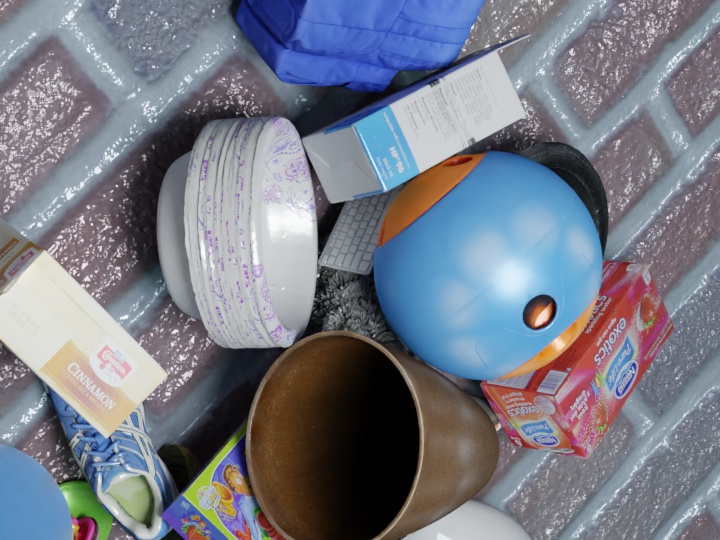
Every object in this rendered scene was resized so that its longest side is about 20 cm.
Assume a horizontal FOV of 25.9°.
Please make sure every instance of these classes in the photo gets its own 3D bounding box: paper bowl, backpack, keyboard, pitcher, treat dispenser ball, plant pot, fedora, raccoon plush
[{"bbox_3d":[-0.109,-0.032,1.364,0.104,0.201,0.201,-3,112,12],"label":"paper bowl"},{"bbox_3d":[0.001,-0.247,1.370,0.200,0.163,0.168,-2,134,-33],"label":"backpack"},{"bbox_3d":[0.023,-0.087,1.460,0.011,0.056,0.200,46,61,-48],"label":"keyboard"},{"bbox_3d":[0.078,0.302,1.628,0.172,0.121,0.200,-40,122,18],"label":"pitcher"},{"bbox_3d":[0.111,-0.004,1.375,0.200,0.201,0.201,-10,111,-29],"label":"treat dispenser ball"},{"bbox_3d":[0.033,0.154,1.391,0.200,0.187,0.187,10,100,-53],"label":"plant pot"},{"bbox_3d":[0.157,-0.040,1.562,0.200,0.092,0.201,-16,116,-36],"label":"fedora"},{"bbox_3d":[0.000,0.000,1.456,0.097,0.134,0.201,2,101,-28],"label":"raccoon plush"}]

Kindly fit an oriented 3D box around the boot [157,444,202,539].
[{"bbox_3d":[-0.111,0.258,1.512,0.200,0.066,0.176,10,69,-49],"label":"boot"}]

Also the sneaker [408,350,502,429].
[{"bbox_3d":[0.066,0.123,1.578,0.200,0.077,0.082,6,94,-35],"label":"sneaker"}]

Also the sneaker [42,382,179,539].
[{"bbox_3d":[-0.216,0.151,1.383,0.076,0.077,0.200,-31,99,-1],"label":"sneaker"}]

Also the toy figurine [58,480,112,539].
[{"bbox_3d":[-0.257,0.301,1.365,0.200,0.184,0.150,-51,124,-9],"label":"toy figurine"}]

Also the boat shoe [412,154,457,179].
[{"bbox_3d":[0.071,-0.038,1.532,0.070,0.070,0.200,-45,143,-62],"label":"boat shoe"}]

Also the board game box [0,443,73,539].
[{"bbox_3d":[-0.340,0.247,1.342,0.200,0.158,0.039,-38,157,-16],"label":"board game box"}]

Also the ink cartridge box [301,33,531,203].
[{"bbox_3d":[0.062,-0.135,1.394,0.200,0.116,0.068,-29,100,-23],"label":"ink cartridge box"}]

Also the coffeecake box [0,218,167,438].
[{"bbox_3d":[-0.264,0.032,1.264,0.073,0.200,0.154,-47,123,-11],"label":"coffeecake box"}]

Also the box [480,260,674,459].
[{"bbox_3d":[0.226,0.087,1.616,0.200,0.100,0.096,-51,128,-31],"label":"box"}]

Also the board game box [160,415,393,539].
[{"bbox_3d":[-0.071,0.199,1.420,0.134,0.045,0.200,44,42,-2],"label":"board game box"}]
